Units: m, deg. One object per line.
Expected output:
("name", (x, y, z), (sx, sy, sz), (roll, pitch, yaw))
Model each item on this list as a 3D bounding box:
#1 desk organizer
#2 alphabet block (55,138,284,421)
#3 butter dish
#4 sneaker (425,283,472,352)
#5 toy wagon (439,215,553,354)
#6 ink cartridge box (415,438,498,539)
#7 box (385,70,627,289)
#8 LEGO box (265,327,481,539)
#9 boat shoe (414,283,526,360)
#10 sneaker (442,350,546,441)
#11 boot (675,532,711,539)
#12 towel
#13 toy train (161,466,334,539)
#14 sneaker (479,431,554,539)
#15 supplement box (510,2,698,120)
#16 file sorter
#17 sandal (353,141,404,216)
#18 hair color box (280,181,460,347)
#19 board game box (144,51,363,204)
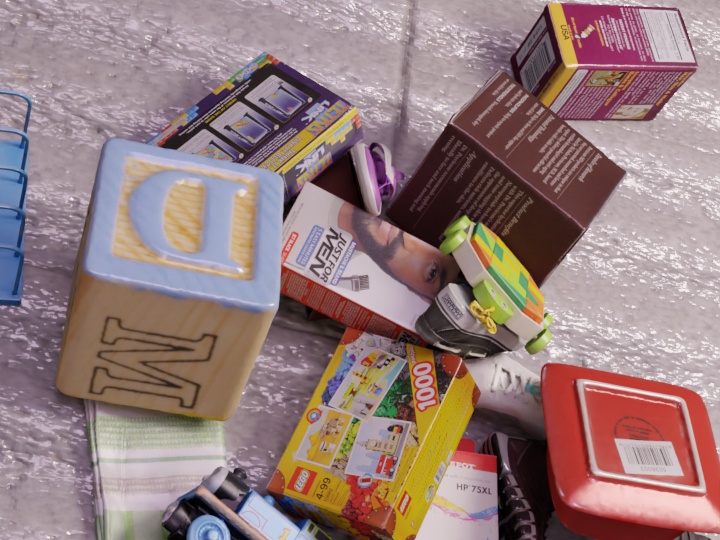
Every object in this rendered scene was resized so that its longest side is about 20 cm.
("desk organizer", (-0.037, -0.047, 1.657), (0.076, 0.072, 0.201), (-5, 65, -19))
("alphabet block", (-0.197, 0.012, 1.472), (0.195, 0.201, 0.196), (12, 46, -12))
("butter dish", (0.273, 0.221, 1.528), (0.198, 0.148, 0.200), (11, 42, -12))
("sneaker", (0.105, 0.100, 1.629), (0.082, 0.071, 0.200), (31, 54, 5))
("toy wagon", (0.148, 0.018, 1.524), (0.155, 0.040, 0.200), (49, 15, -5))
("ink cartridge box", (0.085, 0.259, 1.540), (0.115, 0.067, 0.201), (9, 60, -15))
("box", (0.171, -0.091, 1.677), (0.200, 0.166, 0.164), (39, 39, 3))
("LEGO box", (0.016, 0.177, 1.496), (0.148, 0.077, 0.201), (13, 63, 30))
("boat shoe", (0.117, 0.061, 1.534), (0.071, 0.064, 0.200), (57, 17, 26))
("sneaker", (0.181, 0.134, 1.594), (0.199, 0.088, 0.076), (29, 73, -25))
("boot", (0.317, 0.356, 1.574), (0.131, 0.070, 0.201), (38, 69, -14))
("towel", (-0.210, 0.193, 1.493), (0.148, 0.031, 0.202), (-1, 64, -19))
("toy train", (-0.107, 0.284, 1.441), (0.200, 0.087, 0.115), (41, 55, -8))
("sneaker", (0.207, 0.272, 1.575), (0.115, 0.076, 0.201), (1, 62, -22))
("supplement box", (0.318, -0.272, 1.866), (0.198, 0.131, 0.104), (-1, 64, -21))
("file sorter", (-0.422, -0.083, 1.510), (0.138, 0.123, 0.202), (4, 62, -17))
("sandal", (0.025, -0.114, 1.648), (0.049, 0.203, 0.083), (-15, 100, 6))
("hair color box", (0.000, 0.000, 1.568), (0.199, 0.064, 0.111), (27, 60, -1))
("board game box", (-0.123, -0.146, 1.630), (0.200, 0.057, 0.165), (-41, 55, -20))
